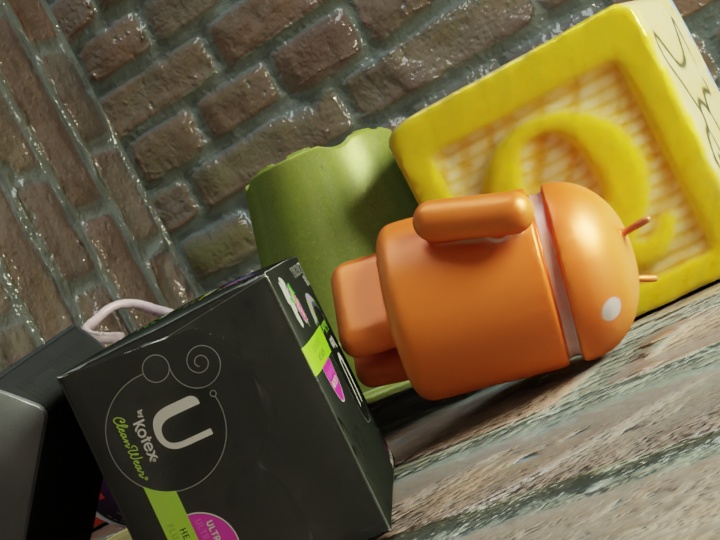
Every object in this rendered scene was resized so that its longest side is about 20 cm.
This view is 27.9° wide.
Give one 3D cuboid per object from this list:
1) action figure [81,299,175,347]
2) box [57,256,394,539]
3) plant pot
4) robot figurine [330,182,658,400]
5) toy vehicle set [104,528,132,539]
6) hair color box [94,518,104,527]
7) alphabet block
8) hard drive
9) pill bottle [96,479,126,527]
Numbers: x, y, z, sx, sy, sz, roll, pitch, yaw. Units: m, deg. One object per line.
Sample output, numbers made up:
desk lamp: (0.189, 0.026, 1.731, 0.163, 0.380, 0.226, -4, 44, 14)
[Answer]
action figure: (-0.114, 0.058, 1.258, 0.199, 0.149, 0.134, -20, 21, 29)
box: (-0.065, 0.085, 0.812, 0.124, 0.149, 0.200, -26, 3, 2)
plant pot: (0.000, 0.000, 1.103, 0.199, 0.191, 0.200, -21, -4, -2)
robot figurine: (0.084, 0.011, 0.895, 0.199, 0.145, 0.117, -15, 15, 7)
toy vehicle set: (-0.101, 0.167, 0.979, 0.199, 0.027, 0.124, -28, 2, -1)
hair color box: (-0.269, 0.218, 1.407, 0.199, 0.061, 0.102, -29, 2, 4)
alphabet block: (0.166, -0.070, 1.044, 0.196, 0.196, 0.200, -29, 1, 22)
hard drive: (-0.192, 0.144, 0.838, 0.042, 0.201, 0.135, 16, 16, 9)
pill bottle: (-0.163, 0.143, 1.171, 0.200, 0.113, 0.112, -26, 3, 44)
